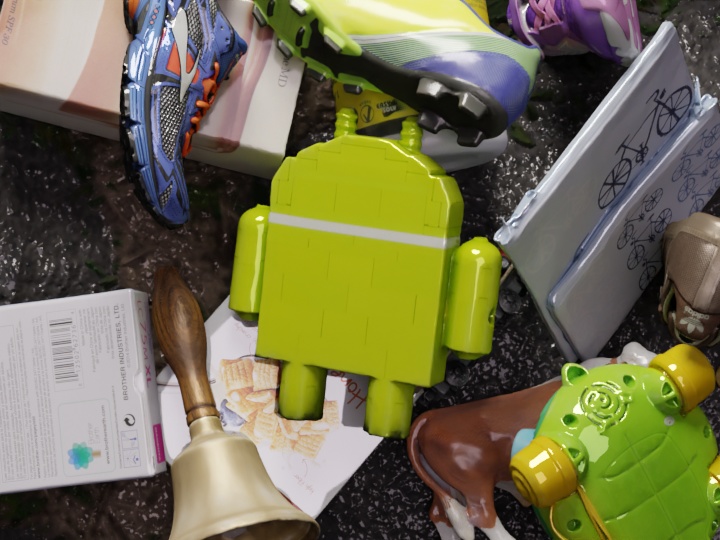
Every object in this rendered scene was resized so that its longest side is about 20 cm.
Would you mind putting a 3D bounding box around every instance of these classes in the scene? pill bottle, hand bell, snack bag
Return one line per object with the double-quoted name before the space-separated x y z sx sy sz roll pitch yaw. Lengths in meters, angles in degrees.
"pill bottle" 0.030 -0.168 1.022 0.111 0.112 0.202 -8 85 -8
"hand bell" -0.100 0.086 0.961 0.103 0.104 0.201 -14 64 -8
"snack bag" 0.175 -0.046 1.001 0.021 0.200 0.189 34 80 33

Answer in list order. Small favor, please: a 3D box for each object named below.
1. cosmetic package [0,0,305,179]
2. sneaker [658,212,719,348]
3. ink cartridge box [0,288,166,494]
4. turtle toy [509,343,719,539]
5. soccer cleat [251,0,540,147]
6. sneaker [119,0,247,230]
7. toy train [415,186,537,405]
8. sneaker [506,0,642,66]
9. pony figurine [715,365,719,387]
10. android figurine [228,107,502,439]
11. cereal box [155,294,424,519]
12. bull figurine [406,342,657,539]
"cosmetic package" -0.137 -0.138 1.010 0.198 0.087 0.104 13 82 -6
"sneaker" 0.217 0.012 0.991 0.070 0.200 0.076 25 88 14
"ink cartridge box" -0.230 0.084 0.987 0.198 0.042 0.121 -8 85 6
"turtle toy" 0.170 0.145 0.957 0.145 0.101 0.201 -30 100 -16
"soccer cleat" 0.019 -0.149 0.944 0.199 0.065 0.084 30 64 15
"sneaker" -0.108 -0.125 0.933 0.078 0.075 0.202 2 87 -9
"toy train" 0.089 0.010 1.024 0.046 0.034 0.200 38 61 1
"sneaker" 0.139 -0.172 1.006 0.088 0.200 0.081 -6 98 9
"pony figurine" 0.345 0.040 0.997 0.191 0.200 0.168 -7 85 -8
"android figurine" 0.000 0.000 0.961 0.180 0.041 0.202 7 95 21
"cereal box" -0.044 0.073 1.026 0.144 0.040 0.200 41 81 -1
"bull figurine" 0.130 0.123 1.031 0.198 0.065 0.123 -12 88 -8
